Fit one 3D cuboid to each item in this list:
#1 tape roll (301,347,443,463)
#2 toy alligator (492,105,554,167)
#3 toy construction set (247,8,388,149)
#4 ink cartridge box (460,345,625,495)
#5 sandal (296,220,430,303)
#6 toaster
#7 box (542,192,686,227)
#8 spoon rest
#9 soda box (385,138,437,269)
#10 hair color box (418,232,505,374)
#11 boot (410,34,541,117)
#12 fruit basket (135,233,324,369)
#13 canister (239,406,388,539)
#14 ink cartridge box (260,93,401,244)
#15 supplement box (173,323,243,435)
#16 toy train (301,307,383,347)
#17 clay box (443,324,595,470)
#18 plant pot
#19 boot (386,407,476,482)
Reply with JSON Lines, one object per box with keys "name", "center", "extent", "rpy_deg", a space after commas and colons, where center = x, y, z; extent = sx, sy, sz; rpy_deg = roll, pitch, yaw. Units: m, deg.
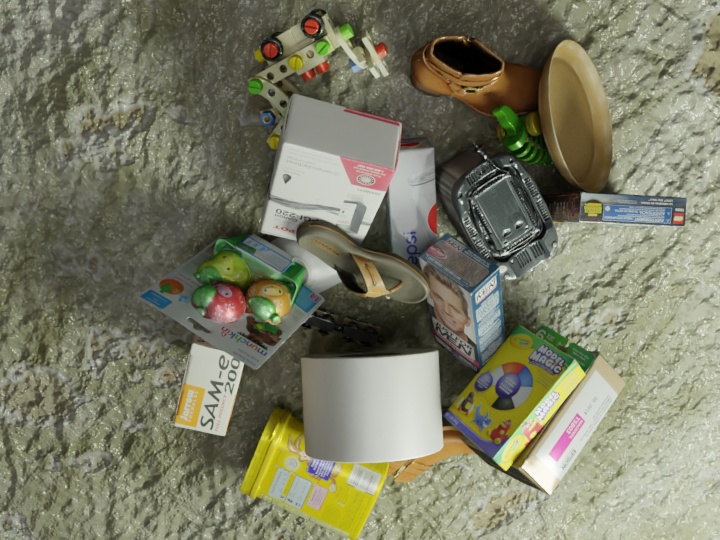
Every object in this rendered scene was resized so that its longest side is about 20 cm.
{"name": "tape roll", "center": [0.016, 0.187, 1.070], "extent": [0.201, 0.203, 0.140], "rpy_deg": [-2, 87, -3]}
{"name": "toy alligator", "center": [0.242, -0.164, 1.005], "extent": [0.199, 0.059, 0.055], "rpy_deg": [16, 75, -41]}
{"name": "toy construction set", "center": [-0.062, -0.257, 0.971], "extent": [0.199, 0.092, 0.132], "rpy_deg": [-28, 110, 7]}
{"name": "ink cartridge box", "center": [0.264, 0.208, 1.099], "extent": [0.075, 0.165, 0.200], "rpy_deg": [44, 77, -19]}
{"name": "sandal", "center": [0.000, 0.000, 1.005], "extent": [0.199, 0.055, 0.082], "rpy_deg": [29, 144, -17]}
{"name": "toaster", "center": [0.176, -0.090, 1.027], "extent": [0.113, 0.129, 0.201], "rpy_deg": [-34, 110, 0]}
{"name": "box", "center": [0.324, -0.081, 1.007], "extent": [0.136, 0.200, 0.040], "rpy_deg": [3, 94, -4]}
{"name": "spoon rest", "center": [-0.049, 0.002, 1.100], "extent": [0.198, 0.061, 0.100], "rpy_deg": [8, 110, 7]}
{"name": "soda box", "center": [0.072, -0.082, 1.064], "extent": [0.068, 0.064, 0.202], "rpy_deg": [-5, 112, -2]}
{"name": "hair color box", "center": [0.146, 0.052, 1.053], "extent": [0.060, 0.100, 0.201], "rpy_deg": [-39, 142, -19]}
{"name": "boot", "center": [0.164, -0.252, 0.946], "extent": [0.198, 0.155, 0.077], "rpy_deg": [14, 91, -5]}
{"name": "fruit basket", "center": [-0.162, 0.030, 0.994], "extent": [0.184, 0.200, 0.094], "rpy_deg": [30, 118, 11]}
{"name": "canister", "center": [-0.071, 0.321, 1.175], "extent": [0.199, 0.087, 0.149], "rpy_deg": [24, 110, 2]}
{"name": "ink cartridge box", "center": [-0.044, -0.117, 0.977], "extent": [0.144, 0.085, 0.200], "rpy_deg": [13, 149, -9]}
{"name": "supplement box", "center": [-0.200, 0.120, 1.050], "extent": [0.073, 0.200, 0.127], "rpy_deg": [14, 110, -9]}
{"name": "toy train", "center": [-0.061, 0.075, 1.126], "extent": [0.198, 0.046, 0.034], "rpy_deg": [17, 101, -7]}
{"name": "clay box", "center": [0.221, 0.163, 1.043], "extent": [0.200, 0.115, 0.048], "rpy_deg": [-50, 128, -5]}
{"name": "plant pot", "center": [0.282, -0.199, 0.985], "extent": [0.027, 0.200, 0.201], "rpy_deg": [-9, 117, 39]}
{"name": "boot", "center": [0.120, 0.293, 1.207], "extent": [0.199, 0.077, 0.156], "rpy_deg": [24, 112, -19]}
